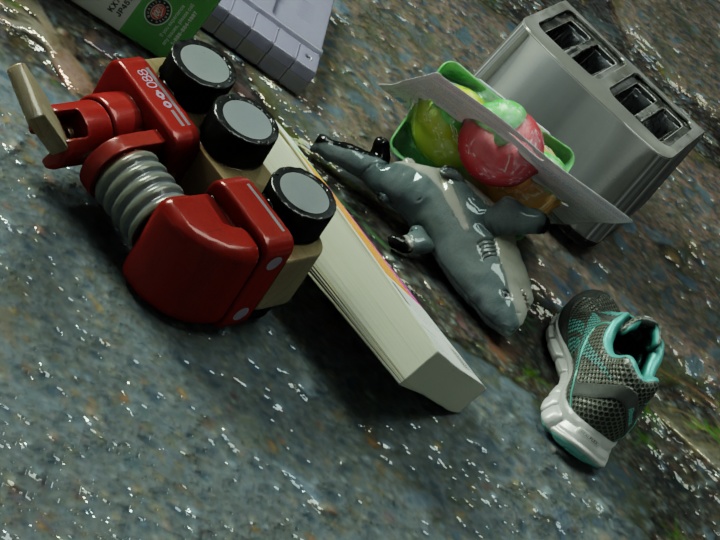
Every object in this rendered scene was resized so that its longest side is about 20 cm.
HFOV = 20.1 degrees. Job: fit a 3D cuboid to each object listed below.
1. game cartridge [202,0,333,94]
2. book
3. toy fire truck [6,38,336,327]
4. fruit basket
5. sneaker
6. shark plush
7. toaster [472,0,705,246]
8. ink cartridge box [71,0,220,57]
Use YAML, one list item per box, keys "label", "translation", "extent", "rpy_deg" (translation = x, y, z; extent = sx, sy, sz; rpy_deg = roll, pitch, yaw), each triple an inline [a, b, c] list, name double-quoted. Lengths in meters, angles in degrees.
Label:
- label: "game cartridge"
  translation: [-0.082, -0.227, 1.641]
  extent: [0.130, 0.038, 0.200]
  rpy_deg: [38, 25, -15]
- label: "book"
  translation: [0.000, 0.000, 1.346]
  extent: [0.200, 0.048, 0.134]
  rpy_deg: [51, 6, 21]
- label: "toy fire truck"
  translation: [-0.132, -0.057, 1.221]
  extent: [0.200, 0.129, 0.176]
  rpy_deg: [-13, 58, -46]
- label: "fruit basket"
  translation: [0.108, -0.096, 1.547]
  extent: [0.185, 0.094, 0.200]
  rpy_deg: [36, -11, -10]
- label: "sneaker"
  translation: [0.188, 0.062, 1.489]
  extent: [0.078, 0.091, 0.200]
  rpy_deg: [36, 26, -13]
- label: "shark plush"
  translation: [0.053, -0.040, 1.498]
  extent: [0.200, 0.091, 0.083]
  rpy_deg: [44, 56, -8]
- label: "toaster"
  translation: [0.180, -0.126, 1.744]
  extent: [0.181, 0.119, 0.200]
  rpy_deg: [44, 26, 7]
- label: "ink cartridge box"
  translation: [-0.175, -0.266, 1.442]
  extent: [0.200, 0.147, 0.083]
  rpy_deg: [32, 28, -17]
